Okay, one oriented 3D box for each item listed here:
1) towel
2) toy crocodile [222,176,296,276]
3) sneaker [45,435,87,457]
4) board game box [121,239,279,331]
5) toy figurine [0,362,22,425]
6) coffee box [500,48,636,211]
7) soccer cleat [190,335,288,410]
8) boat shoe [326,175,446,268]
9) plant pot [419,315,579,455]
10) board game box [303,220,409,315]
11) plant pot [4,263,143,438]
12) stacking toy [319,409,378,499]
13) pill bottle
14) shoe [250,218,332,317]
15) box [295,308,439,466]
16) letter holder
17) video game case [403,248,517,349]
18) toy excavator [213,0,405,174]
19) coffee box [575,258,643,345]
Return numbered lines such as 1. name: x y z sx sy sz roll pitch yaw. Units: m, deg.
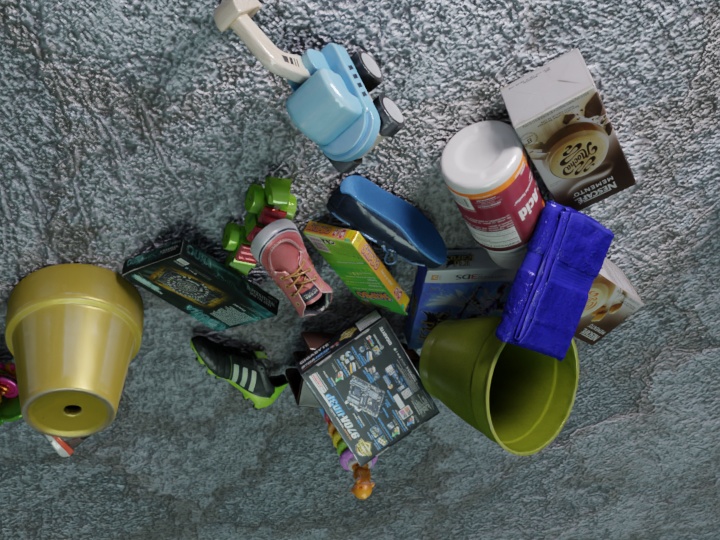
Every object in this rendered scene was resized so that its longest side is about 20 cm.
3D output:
1. towel: 0.273 0.020 1.263 0.146 0.049 0.204 17 97 -38
2. toy crocodile: -0.141 -0.057 1.273 0.066 0.063 0.201 14 134 -26
3. sneaker: -0.508 0.229 1.535 0.081 0.077 0.202 -33 143 -15
4. board game box: -0.232 0.026 1.347 0.133 0.029 0.199 -15 144 35
5. toy figurine: -0.597 0.147 1.353 0.196 0.152 0.185 -13 133 22
6. coffee box: 0.277 -0.176 1.215 0.111 0.081 0.200 -26 138 17
7. soccer cleat: -0.198 0.153 1.508 0.081 0.068 0.200 -42 129 5
8. boat shoe: 0.038 -0.065 1.307 0.199 0.085 0.068 38 130 -22
9. plant pot: 0.194 0.153 1.397 0.199 0.204 0.191 29 169 -38
10. board game box: 0.000 0.000 1.359 0.094 0.030 0.201 14 153 37
11. plant pot: -0.413 0.127 1.328 0.196 0.192 0.203 -7 141 -5
12. stacking toy: -0.005 0.309 1.620 0.114 0.203 0.110 -18 140 8
13. pill bottle: 0.191 -0.097 1.260 0.112 0.116 0.201 -21 139 13
14. shoe: -0.088 0.001 1.278 0.071 0.091 0.200 -38 163 -5
15. box: 0.014 0.186 1.452 0.157 0.046 0.202 -33 113 -3
16. letter holder: -0.015 0.159 1.538 0.196 0.142 0.103 8 105 -17
17. video game case: 0.172 0.048 1.478 0.177 0.046 0.202 -2 139 -10
18. toy excavator: -0.062 -0.221 1.059 0.099 0.197 0.199 -34 163 27
19. coffee box: 0.344 0.033 1.435 0.114 0.081 0.199 -40 143 20
